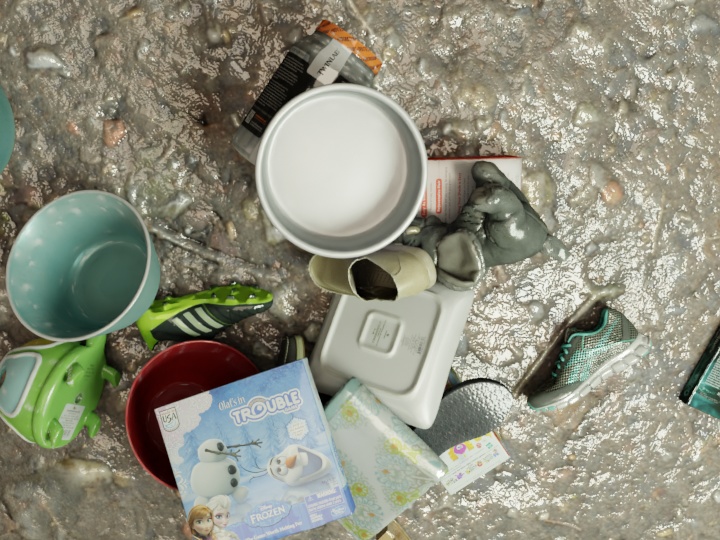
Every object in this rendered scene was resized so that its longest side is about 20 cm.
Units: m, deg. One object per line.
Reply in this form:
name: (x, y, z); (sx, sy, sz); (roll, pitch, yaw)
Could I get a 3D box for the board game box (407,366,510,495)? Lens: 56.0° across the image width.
board game box: (0.110, 0.198, 0.975); (0.105, 0.103, 0.200); (-34, 100, 6)

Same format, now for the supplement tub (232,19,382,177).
supplement tub: (-0.067, -0.214, 0.883); (0.122, 0.123, 0.200); (34, 98, -7)

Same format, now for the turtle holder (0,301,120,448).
turtle holder: (-0.427, 0.145, 0.934); (0.131, 0.141, 0.186); (18, 107, 11)

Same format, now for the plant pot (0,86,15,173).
plant pot: (-0.574, -0.187, 0.855); (0.200, 0.161, 0.201); (0, 101, -2)

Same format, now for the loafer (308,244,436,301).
loafer: (0.000, 0.000, 0.868); (0.200, 0.068, 0.076); (0, 111, 41)

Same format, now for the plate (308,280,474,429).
plate: (0.031, 0.088, 0.914); (0.200, 0.032, 0.200); (15, 77, 23)

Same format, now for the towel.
towel: (-0.004, 0.257, 0.905); (0.171, 0.048, 0.200); (41, 122, 3)

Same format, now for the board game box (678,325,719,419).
board game box: (0.605, 0.180, 1.024); (0.200, 0.028, 0.136); (25, 99, -5)

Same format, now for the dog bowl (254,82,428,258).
dog bowl: (-0.024, -0.119, 0.808); (0.199, 0.079, 0.201); (-1, 104, -6)

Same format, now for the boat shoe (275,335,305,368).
boat shoe: (-0.120, 0.180, 0.913); (0.066, 0.072, 0.201); (13, 69, -12)

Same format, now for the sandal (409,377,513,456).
sandal: (0.112, 0.204, 0.906); (0.200, 0.043, 0.076); (-37, 99, 17)

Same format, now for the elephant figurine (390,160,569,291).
elephant figurine: (0.127, -0.034, 0.874); (0.200, 0.155, 0.141); (-42, 136, 19)

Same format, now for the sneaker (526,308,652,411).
sneaker: (0.319, 0.129, 0.995); (0.200, 0.078, 0.091); (-35, 84, 1)

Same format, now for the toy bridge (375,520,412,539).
toy bridge: (0.035, 0.391, 1.028); (0.200, 0.067, 0.027); (44, 96, -7)

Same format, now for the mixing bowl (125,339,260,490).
mixing bowl: (-0.234, 0.204, 0.946); (0.200, 0.108, 0.201); (8, 72, -27)

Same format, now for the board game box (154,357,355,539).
board game box: (-0.132, 0.235, 0.847); (0.200, 0.043, 0.199); (-19, 83, 2)

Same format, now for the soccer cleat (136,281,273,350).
soccer cleat: (-0.218, 0.068, 0.967); (0.199, 0.068, 0.081); (-9, 114, 4)

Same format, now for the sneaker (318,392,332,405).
sneaker: (-0.058, 0.232, 0.994); (0.078, 0.070, 0.201); (-13, 100, 8)

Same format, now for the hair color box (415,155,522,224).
hair color box: (0.118, -0.107, 0.939); (0.199, 0.061, 0.102); (-1, 102, -2)

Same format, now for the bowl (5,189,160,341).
bowl: (-0.351, 0.004, 0.905); (0.200, 0.105, 0.201); (-3, 74, 10)
